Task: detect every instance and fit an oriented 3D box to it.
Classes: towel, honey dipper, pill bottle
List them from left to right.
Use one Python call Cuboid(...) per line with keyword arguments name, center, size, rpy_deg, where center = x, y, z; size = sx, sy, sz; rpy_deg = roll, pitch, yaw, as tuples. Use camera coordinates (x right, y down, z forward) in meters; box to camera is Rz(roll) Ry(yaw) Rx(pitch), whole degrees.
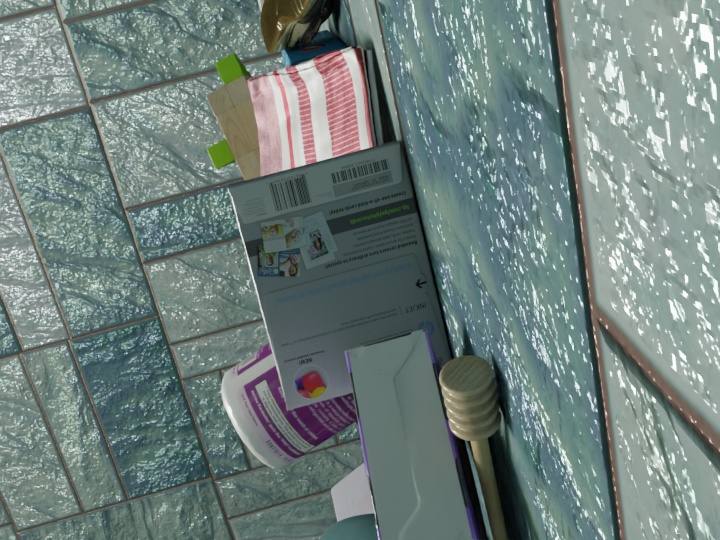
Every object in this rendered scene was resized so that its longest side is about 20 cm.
Cuboid(name="towel", center=(-0.046, -0.130, 0.899), size=(0.199, 0.023, 0.146), rpy_deg=(1, 101, 54))
Cuboid(name="pill bottle", center=(-0.028, 0.097, 0.905), size=(0.113, 0.199, 0.112), rpy_deg=(55, -172, -12))
Cuboid(name="honey dipper", center=(0.091, 0.149, 0.664), size=(0.038, 0.037, 0.202), rpy_deg=(-110, 4, -57))

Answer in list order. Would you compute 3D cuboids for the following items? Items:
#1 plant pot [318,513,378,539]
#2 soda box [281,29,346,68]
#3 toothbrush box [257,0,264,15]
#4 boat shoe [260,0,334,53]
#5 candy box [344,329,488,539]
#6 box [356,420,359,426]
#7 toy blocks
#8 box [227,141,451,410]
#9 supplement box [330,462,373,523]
Cuboid(name="plant pot", center=(0.059, 0.333, 0.919), size=(0.199, 0.134, 0.202), rpy_deg=(29, -132, -37))
Cuboid(name="soda box", center=(-0.053, -0.241, 1.113), size=(0.200, 0.067, 0.065), rpy_deg=(-113, 9, -69))
Cuboid(name="toothbrush box", center=(-0.107, -0.423, 1.115), size=(0.146, 0.084, 0.203), rpy_deg=(169, 85, -87))
Cuboid(name="boat shoe", center=(-0.061, -0.304, 1.023), size=(0.200, 0.064, 0.074), rpy_deg=(-20, 85, 68))
Cuboid(name="candy box", center=(0.054, 0.171, 0.755), size=(0.201, 0.071, 0.170), rpy_deg=(66, -170, -58))
Cuboid(name="box", center=(0.040, 0.174, 1.059), size=(0.201, 0.049, 0.199), rpy_deg=(58, -175, -22))
Cuboid(name="toy blocks", center=(-0.099, -0.139, 1.054), size=(0.202, 0.099, 0.137), rpy_deg=(66, -165, -2))
Cuboid(name="box", center=(-0.016, 0.004, 0.810), size=(0.041, 0.154, 0.203), rpy_deg=(-114, 9, -81))
Cuboid(name="supplement box", center=(0.055, 0.334, 1.118), size=(0.200, 0.061, 0.109), rpy_deg=(45, -166, -30))
